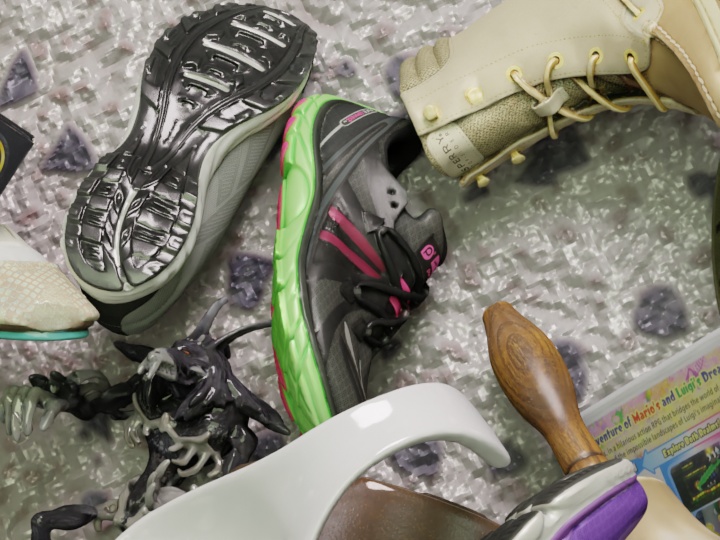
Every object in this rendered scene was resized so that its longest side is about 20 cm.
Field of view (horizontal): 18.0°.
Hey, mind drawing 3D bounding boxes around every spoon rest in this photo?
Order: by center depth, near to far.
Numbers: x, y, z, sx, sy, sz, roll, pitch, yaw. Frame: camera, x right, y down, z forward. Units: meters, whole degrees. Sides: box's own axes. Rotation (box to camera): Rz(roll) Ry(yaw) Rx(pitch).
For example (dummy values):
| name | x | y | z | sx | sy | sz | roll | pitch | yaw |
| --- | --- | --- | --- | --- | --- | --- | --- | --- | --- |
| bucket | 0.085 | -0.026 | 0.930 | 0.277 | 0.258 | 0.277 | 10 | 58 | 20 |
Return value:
| name | x | y | z | sx | sy | sz | roll | pitch | yaw |
| --- | --- | --- | --- | --- | --- | --- | --- | --- | --- |
| spoon rest | -0.035 | 0.112 | 0.938 | 0.200 | 0.061 | 0.099 | -37 | 52 | -1 |

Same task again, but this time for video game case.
| name | x | y | z | sx | sy | sz | roll | pitch | yaw |
| --- | --- | --- | --- | --- | --- | --- | --- | --- | --- |
| video game case | 0.185 | 0.116 | 1.016 | 0.200 | 0.024 | 0.182 | -37 | 68 | 45 |

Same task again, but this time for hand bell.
| name | x | y | z | sx | sy | sz | roll | pitch | yaw |
| --- | --- | --- | --- | --- | --- | --- | --- | --- | --- |
| hand bell | 0.102 | 0.087 | 1.039 | 0.104 | 0.104 | 0.200 | -31 | 51 | 3 |

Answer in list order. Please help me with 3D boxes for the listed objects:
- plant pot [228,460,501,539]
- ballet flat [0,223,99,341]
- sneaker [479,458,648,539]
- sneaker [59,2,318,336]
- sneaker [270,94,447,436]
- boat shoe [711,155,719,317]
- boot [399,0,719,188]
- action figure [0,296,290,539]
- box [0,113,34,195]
| name | x | y | z | sx | sy | sz | roll | pitch | yaw |
| --- | --- | --- | --- | --- | --- | --- | --- | --- | --- |
| plant pot | -0.013 | 0.202 | 1.020 | 0.200 | 0.200 | 0.199 | 13 | 73 | 13 |
| ballet flat | -0.198 | 0.003 | 1.107 | 0.200 | 0.067 | 0.062 | -1 | 90 | 48 |
| sneaker | 0.061 | 0.166 | 0.924 | 0.083 | 0.081 | 0.200 | 36 | 73 | -3 |
| sneaker | -0.086 | -0.054 | 1.132 | 0.074 | 0.079 | 0.200 | 25 | 61 | 12 |
| sneaker | 0.000 | 0.000 | 1.097 | 0.084 | 0.077 | 0.200 | 2 | 63 | 1 |
| boat shoe | 0.209 | 0.015 | 1.076 | 0.068 | 0.075 | 0.200 | -1 | 83 | -7 |
| boot | 0.103 | -0.085 | 1.073 | 0.155 | 0.073 | 0.200 | -31 | 35 | 4 |
| action figure | -0.112 | 0.099 | 1.099 | 0.119 | 0.102 | 0.200 | 24 | 85 | 26 |
| box | -0.255 | -0.030 | 1.123 | 0.161 | 0.049 | 0.200 | -58 | 34 | -2 |
